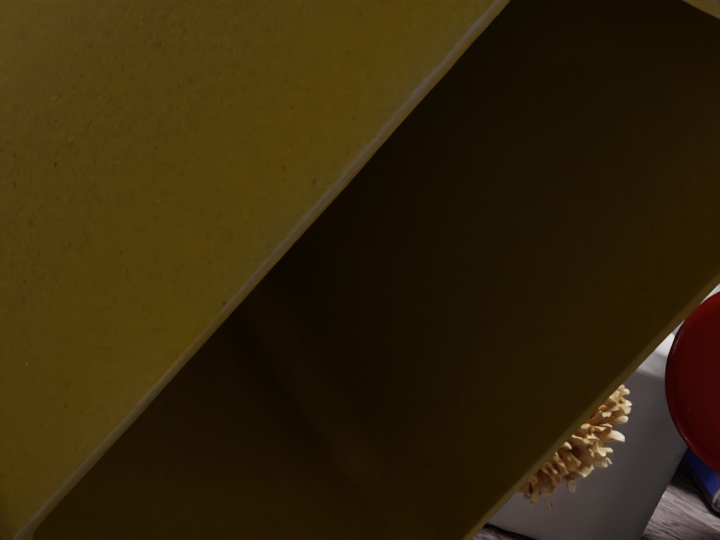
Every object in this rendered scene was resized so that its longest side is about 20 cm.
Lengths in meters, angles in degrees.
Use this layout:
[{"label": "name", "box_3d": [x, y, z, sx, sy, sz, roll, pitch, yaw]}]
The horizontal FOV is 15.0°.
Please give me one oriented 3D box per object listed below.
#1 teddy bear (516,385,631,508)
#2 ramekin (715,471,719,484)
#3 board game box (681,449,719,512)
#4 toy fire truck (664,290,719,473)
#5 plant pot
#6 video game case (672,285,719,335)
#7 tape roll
[{"label": "teddy bear", "box_3d": [0.000, 0.000, 0.862, 0.200, 0.145, 0.067, 35, -12, 15]}, {"label": "ramekin", "box_3d": [0.223, 0.053, 1.010, 0.200, 0.201, 0.105, 30, 17, 22]}, {"label": "board game box", "box_3d": [0.248, 0.083, 1.218, 0.199, 0.097, 0.159, 25, 9, -9]}, {"label": "toy fire truck", "box_3d": [0.191, -0.011, 0.904, 0.167, 0.201, 0.112, -3, -1, 18]}, {"label": "plant pot", "box_3d": [-0.018, -0.051, 0.720, 0.177, 0.200, 0.200, 51, 19, 26]}, {"label": "video game case", "box_3d": [0.153, -0.003, 1.216, 0.023, 0.182, 0.200, 61, 5, -12]}, {"label": "tape roll", "box_3d": [0.027, 0.024, 0.995, 0.202, 0.071, 0.202, 27, 9, -4]}]
